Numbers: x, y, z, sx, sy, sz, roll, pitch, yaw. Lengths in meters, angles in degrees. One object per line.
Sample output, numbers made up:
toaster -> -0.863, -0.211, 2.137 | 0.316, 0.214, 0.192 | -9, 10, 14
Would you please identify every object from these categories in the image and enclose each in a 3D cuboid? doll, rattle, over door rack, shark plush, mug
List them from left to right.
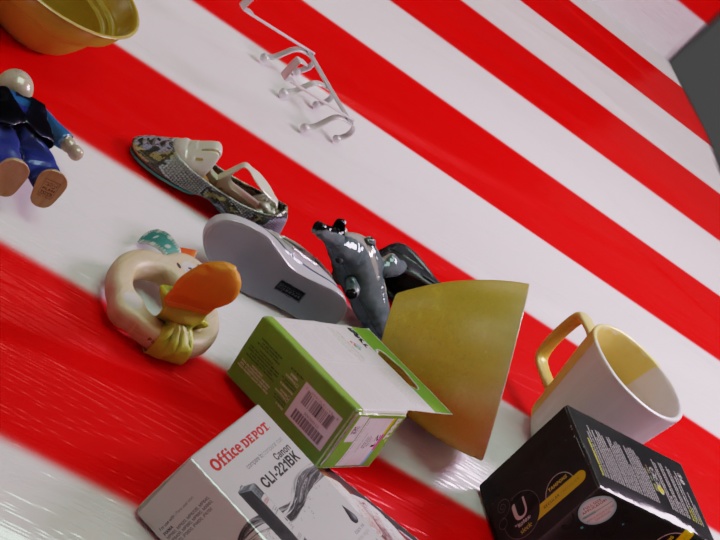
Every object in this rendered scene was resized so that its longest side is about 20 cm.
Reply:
doll -> -0.336, -0.137, 1.640 | 0.136, 0.049, 0.201 | 17, 29, -30
rattle -> -0.168, -0.014, 1.611 | 0.129, 0.144, 0.200 | 24, 32, 0
over door rack -> -0.091, -0.263, 2.175 | 0.148, 0.066, 0.200 | 60, 8, 30
shark plush -> 0.000, 0.000, 1.847 | 0.201, 0.090, 0.084 | 74, 16, -59
mug -> 0.288, 0.162, 2.014 | 0.149, 0.153, 0.187 | 37, 25, -13

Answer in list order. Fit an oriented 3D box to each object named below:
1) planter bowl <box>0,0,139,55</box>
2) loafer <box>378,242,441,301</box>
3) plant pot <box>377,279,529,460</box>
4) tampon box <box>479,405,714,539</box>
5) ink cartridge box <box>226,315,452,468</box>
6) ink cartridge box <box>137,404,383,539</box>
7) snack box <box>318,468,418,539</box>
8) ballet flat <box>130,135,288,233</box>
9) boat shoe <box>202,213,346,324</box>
planter bowl -> -0.350, -0.301, 1.834 | 0.200, 0.084, 0.201 | 35, 26, -19
loafer -> 0.089, 0.049, 1.993 | 0.200, 0.068, 0.070 | 43, 32, 10
plant pot -> 0.093, 0.094, 1.815 | 0.141, 0.202, 0.200 | 15, 25, 4
tampon box -> 0.260, 0.270, 1.804 | 0.199, 0.150, 0.127 | 28, 28, -32
ink cartridge box -> -0.016, 0.125, 1.668 | 0.148, 0.076, 0.199 | 44, 17, 28
ink cartridge box -> -0.076, 0.232, 1.424 | 0.200, 0.084, 0.144 | 46, 25, 4
snack box -> -0.004, 0.246, 1.585 | 0.200, 0.024, 0.072 | 40, 23, -10
ballet flat -> -0.161, -0.106, 1.841 | 0.200, 0.072, 0.072 | 35, 26, -19
boat shoe -> -0.098, -0.007, 1.795 | 0.200, 0.073, 0.066 | 40, 18, -34
